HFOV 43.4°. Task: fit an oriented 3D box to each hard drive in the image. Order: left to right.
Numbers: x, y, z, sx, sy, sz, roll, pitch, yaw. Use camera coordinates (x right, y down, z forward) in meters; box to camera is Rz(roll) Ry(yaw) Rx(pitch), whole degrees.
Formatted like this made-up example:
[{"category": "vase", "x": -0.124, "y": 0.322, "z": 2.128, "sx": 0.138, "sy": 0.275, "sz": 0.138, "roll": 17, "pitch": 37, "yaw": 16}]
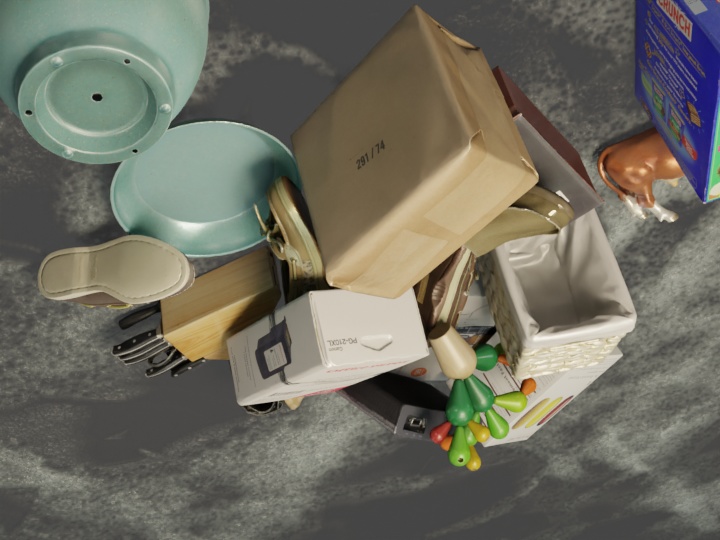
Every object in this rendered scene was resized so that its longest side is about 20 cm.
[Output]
[{"category": "hard drive", "x": 0.069, "y": 0.177, "z": 1.182, "sx": 0.199, "sy": 0.134, "sz": 0.043, "roll": 19, "pitch": 98, "yaw": -49}]

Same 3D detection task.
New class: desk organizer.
[{"category": "desk organizer", "x": 0.181, "y": -0.126, "z": 0.981, "sx": 0.071, "sy": 0.078, "sz": 0.199, "roll": -32, "pitch": 140, "yaw": 23}]

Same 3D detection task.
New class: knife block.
[{"category": "knife block", "x": -0.203, "y": 0.053, "z": 1.088, "sx": 0.173, "sy": 0.065, "sz": 0.201, "roll": 4, "pitch": 139, "yaw": -25}]

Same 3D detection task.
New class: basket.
[{"category": "basket", "x": 0.224, "y": 0.015, "z": 1.084, "sx": 0.133, "sy": 0.203, "sz": 0.124, "roll": -9, "pitch": 150, "yaw": -7}]

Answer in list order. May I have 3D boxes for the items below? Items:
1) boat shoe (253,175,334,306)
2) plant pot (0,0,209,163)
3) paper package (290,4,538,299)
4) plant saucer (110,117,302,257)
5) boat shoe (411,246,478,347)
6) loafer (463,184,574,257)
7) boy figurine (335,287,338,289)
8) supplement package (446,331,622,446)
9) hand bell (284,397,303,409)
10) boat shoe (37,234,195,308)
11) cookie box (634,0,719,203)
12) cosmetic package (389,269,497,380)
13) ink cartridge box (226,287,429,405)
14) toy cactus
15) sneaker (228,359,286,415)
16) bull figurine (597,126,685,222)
[{"category": "boat shoe", "x": -0.073, "y": -0.019, "z": 0.972, "sx": 0.062, "sy": 0.074, "sz": 0.201, "roll": -17, "pitch": 141, "yaw": 0}, {"category": "plant pot", "x": -0.215, "y": -0.175, "z": 0.735, "sx": 0.197, "sy": 0.136, "sz": 0.202, "roll": -10, "pitch": 143, "yaw": -7}, {"category": "paper package", "x": 0.041, "y": -0.108, "z": 0.861, "sx": 0.103, "sy": 0.193, "sz": 0.200, "roll": 17, "pitch": 134, "yaw": -41}, {"category": "plant saucer", "x": -0.160, "y": -0.091, "z": 0.943, "sx": 0.197, "sy": 0.036, "sz": 0.201, "roll": -10, "pitch": 144, "yaw": -7}, {"category": "boat shoe", "x": 0.109, "y": -0.005, "z": 1.098, "sx": 0.074, "sy": 0.075, "sz": 0.205, "roll": -5, "pitch": 123, "yaw": -42}, {"category": "loafer", "x": 0.136, "y": -0.050, "z": 0.967, "sx": 0.198, "sy": 0.068, "sz": 0.076, "roll": 2, "pitch": 159, "yaw": 45}, {"category": "boy figurine", "x": 0.000, "y": 0.000, "z": 1.094, "sx": 0.122, "sy": 0.065, "sz": 0.202, "roll": -2, "pitch": 138, "yaw": -20}, {"category": "supplement package", "x": 0.234, "y": 0.135, "z": 1.234, "sx": 0.113, "sy": 0.110, "sz": 0.200, "roll": 3, "pitch": 137, "yaw": -46}, {"category": "hand bell", "x": -0.010, "y": 0.104, "z": 1.182, "sx": 0.197, "sy": 0.105, "sz": 0.105, "roll": -17, "pitch": 143, "yaw": 6}, {"category": "boat shoe", "x": -0.254, "y": 0.006, "z": 0.972, "sx": 0.197, "sy": 0.073, "sz": 0.059, "roll": -5, "pitch": 166, "yaw": 26}, {"category": "cookie box", "x": 0.331, "y": -0.196, "z": 0.868, "sx": 0.074, "sy": 0.173, "sz": 0.201, "roll": -19, "pitch": 143, "yaw": 3}, {"category": "cosmetic package", "x": 0.128, "y": 0.079, "z": 1.251, "sx": 0.148, "sy": 0.052, "sz": 0.201, "roll": 4, "pitch": 139, "yaw": -19}, {"category": "ink cartridge box", "x": -0.041, "y": 0.086, "z": 1.026, "sx": 0.143, "sy": 0.086, "sz": 0.199, "roll": -3, "pitch": 164, "yaw": -37}, {"category": "toy cactus", "x": 0.130, "y": 0.135, "z": 1.095, "sx": 0.101, "sy": 0.200, "sz": 0.166, "roll": -8, "pitch": 123, "yaw": 49}, {"category": "sneaker", "x": -0.132, "y": 0.164, "z": 1.227, "sx": 0.070, "sy": 0.100, "sz": 0.201, "roll": -19, "pitch": 144, "yaw": 3}, {"category": "bull figurine", "x": 0.375, "y": -0.134, "z": 1.036, "sx": 0.198, "sy": 0.065, "sz": 0.123, "roll": -21, "pitch": 110, "yaw": 21}]
